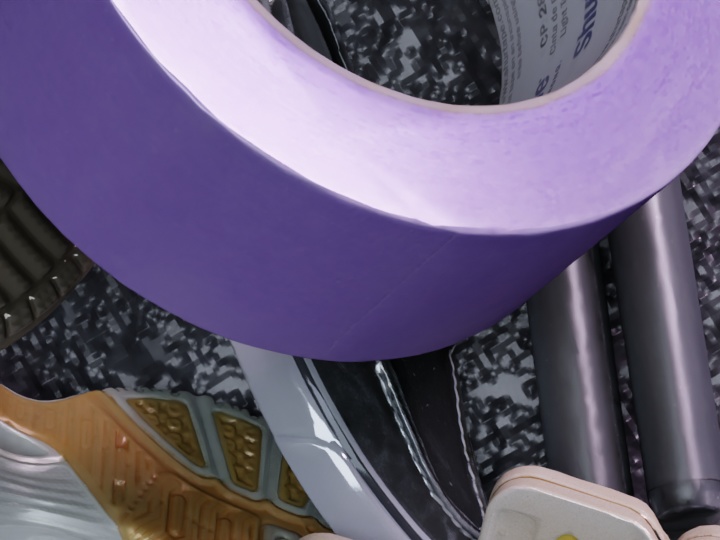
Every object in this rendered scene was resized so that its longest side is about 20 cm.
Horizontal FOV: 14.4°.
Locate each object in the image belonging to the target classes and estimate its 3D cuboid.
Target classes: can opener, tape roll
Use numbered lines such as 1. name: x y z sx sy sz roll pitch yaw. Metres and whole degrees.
1. can opener: 0.083 0.061 0.815 0.053 0.067 0.200 -11 75 16
2. tape roll: -0.002 -0.084 0.741 0.200 0.085 0.200 12 62 -23

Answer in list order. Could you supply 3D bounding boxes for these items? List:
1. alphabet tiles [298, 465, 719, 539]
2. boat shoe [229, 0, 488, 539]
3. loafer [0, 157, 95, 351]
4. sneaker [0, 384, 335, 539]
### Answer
1. alphabet tiles: 0.061 0.150 0.774 0.195 0.015 0.200 18 119 8
2. boat shoe: 0.001 0.000 0.809 0.068 0.074 0.200 -28 75 18
3. loafer: -0.101 -0.056 0.782 0.068 0.076 0.200 -9 47 40
4. sneaker: -0.087 0.082 0.823 0.200 0.076 0.088 16 124 -6
